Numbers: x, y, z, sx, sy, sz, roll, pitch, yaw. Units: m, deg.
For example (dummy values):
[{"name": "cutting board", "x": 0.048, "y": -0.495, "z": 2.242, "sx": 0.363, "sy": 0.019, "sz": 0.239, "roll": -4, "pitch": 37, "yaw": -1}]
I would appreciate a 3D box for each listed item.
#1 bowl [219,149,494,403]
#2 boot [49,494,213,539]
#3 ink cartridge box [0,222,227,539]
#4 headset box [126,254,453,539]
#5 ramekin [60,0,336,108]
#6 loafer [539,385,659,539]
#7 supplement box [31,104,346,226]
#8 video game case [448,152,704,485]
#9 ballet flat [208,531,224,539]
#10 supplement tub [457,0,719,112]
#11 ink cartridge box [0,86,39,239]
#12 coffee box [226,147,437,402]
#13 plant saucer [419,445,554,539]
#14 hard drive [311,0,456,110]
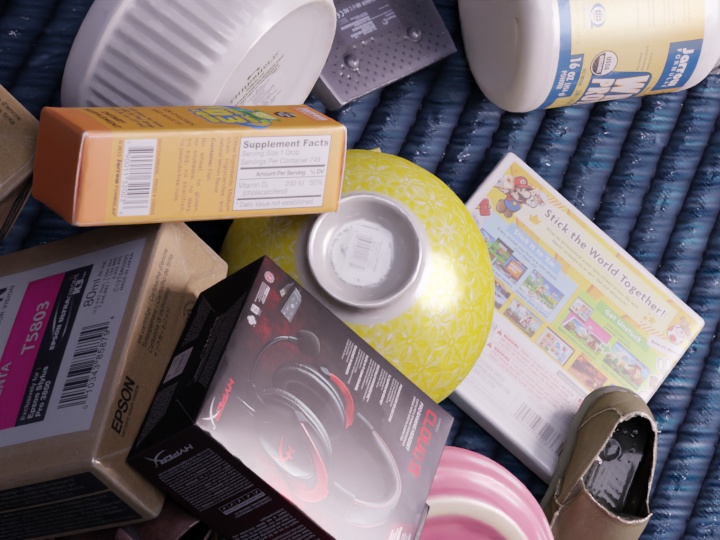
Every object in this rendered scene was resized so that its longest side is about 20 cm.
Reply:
[{"name": "bowl", "x": 0.000, "y": 0.000, "z": 1.725, "sx": 0.199, "sy": 0.108, "sz": 0.202, "roll": 1, "pitch": 74, "yaw": -4}, {"name": "boot", "x": -0.123, "y": 0.131, "z": 1.652, "sx": 0.072, "sy": 0.166, "sz": 0.200, "roll": 36, "pitch": 92, "yaw": -33}, {"name": "ink cartridge box", "x": -0.189, "y": 0.073, "z": 1.648, "sx": 0.075, "sy": 0.164, "sz": 0.201, "roll": 45, "pitch": 45, "yaw": -38}, {"name": "headset box", "x": -0.034, "y": 0.114, "z": 1.606, "sx": 0.200, "sy": 0.075, "sz": 0.149, "roll": 42, "pitch": 46, "yaw": -21}, {"name": "ramekin", "x": -0.105, "y": -0.152, "z": 1.743, "sx": 0.105, "sy": 0.201, "sz": 0.200, "roll": 36, "pitch": 64, "yaw": 15}, {"name": "loafer", "x": 0.163, "y": 0.179, "z": 1.787, "sx": 0.075, "sy": 0.070, "sz": 0.201, "roll": 15, "pitch": 86, "yaw": -12}, {"name": "supplement box", "x": -0.109, "y": -0.070, "z": 1.630, "sx": 0.199, "sy": 0.066, "sz": 0.069, "roll": -2, "pitch": 109, "yaw": -34}, {"name": "video game case", "x": 0.133, "y": 0.040, "z": 1.866, "sx": 0.200, "sy": 0.023, "sz": 0.182, "roll": 41, "pitch": 65, "yaw": -1}, {"name": "ballet flat", "x": -0.106, "y": 0.173, "z": 1.723, "sx": 0.068, "sy": 0.068, "sz": 0.201, "roll": -4, "pitch": 58, "yaw": 17}, {"name": "supplement tub", "x": 0.188, "y": -0.202, "z": 1.895, "sx": 0.199, "sy": 0.145, "sz": 0.146, "roll": -9, "pitch": 75, "yaw": -20}, {"name": "ink cartridge box", "x": -0.312, "y": -0.100, "z": 1.680, "sx": 0.200, "sy": 0.165, "sz": 0.075, "roll": 44, "pitch": 62, "yaw": -1}, {"name": "coffee box", "x": -0.023, "y": 0.019, "z": 1.797, "sx": 0.122, "sy": 0.044, "sz": 0.201, "roll": -10, "pitch": 75, "yaw": -6}, {"name": "plant saucer", "x": 0.047, "y": 0.222, "z": 1.717, "sx": 0.199, "sy": 0.051, "sz": 0.202, "roll": -3, "pitch": 100, "yaw": -17}, {"name": "hard drive", "x": -0.029, "y": -0.220, "z": 1.875, "sx": 0.134, "sy": 0.042, "sz": 0.201, "roll": -27, "pitch": 82, "yaw": -35}]
